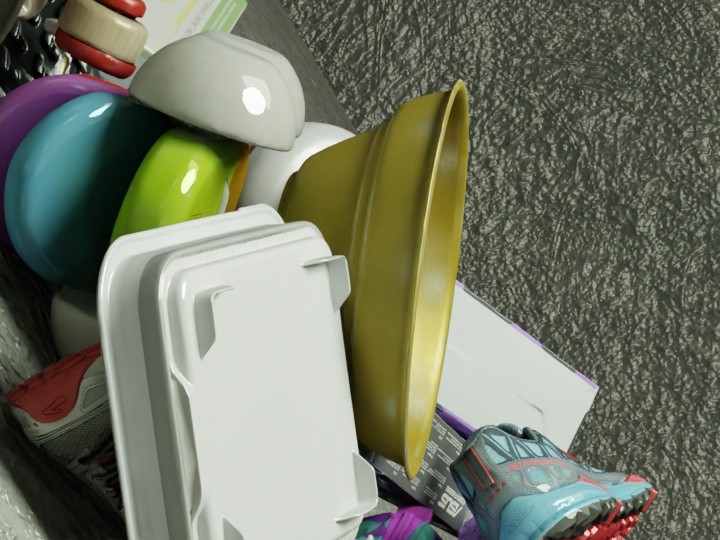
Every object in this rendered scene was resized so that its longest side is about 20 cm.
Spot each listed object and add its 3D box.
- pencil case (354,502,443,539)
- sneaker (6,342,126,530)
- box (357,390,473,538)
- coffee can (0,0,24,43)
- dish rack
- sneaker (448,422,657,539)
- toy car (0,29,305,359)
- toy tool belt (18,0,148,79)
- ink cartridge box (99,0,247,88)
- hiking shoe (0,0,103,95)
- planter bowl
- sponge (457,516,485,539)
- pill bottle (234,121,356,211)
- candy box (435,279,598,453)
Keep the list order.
[{"bbox_3d":[0.007,0.177,1.191,0.084,0.093,0.200,13,1,6],"label":"pencil case"},{"bbox_3d":[-0.085,0.081,1.009,0.200,0.077,0.083,33,34,-62],"label":"sneaker"},{"bbox_3d":[-0.015,0.085,1.328,0.157,0.050,0.200,25,-9,25],"label":"box"},{"bbox_3d":[-0.213,-0.169,0.951,0.147,0.146,0.200,54,6,-26],"label":"coffee can"},{"bbox_3d":[-0.044,0.061,0.986,0.200,0.043,0.173,-17,101,-67],"label":"dish rack"},{"bbox_3d":[0.104,0.119,1.268,0.096,0.079,0.200,46,4,17],"label":"sneaker"},{"bbox_3d":[-0.119,-0.041,1.124,0.149,0.176,0.200,21,8,-2],"label":"toy car"},{"bbox_3d":[-0.181,-0.199,1.181,0.199,0.123,0.125,29,7,2],"label":"toy tool belt"},{"bbox_3d":[-0.172,-0.185,1.372,0.200,0.048,0.146,39,28,-9],"label":"ink cartridge box"},{"bbox_3d":[-0.179,-0.102,1.284,0.201,0.074,0.087,64,-26,3],"label":"hiking shoe"},{"bbox_3d":[0.000,0.000,1.141,0.200,0.083,0.202,7,90,-83],"label":"planter bowl"},{"bbox_3d":[0.098,0.193,1.249,0.112,0.030,0.200,48,6,-1],"label":"sponge"},{"bbox_3d":[-0.051,-0.032,1.309,0.199,0.112,0.112,11,-35,51],"label":"pill bottle"},{"bbox_3d":[0.019,0.046,1.406,0.167,0.072,0.199,35,-12,-38],"label":"candy box"}]
